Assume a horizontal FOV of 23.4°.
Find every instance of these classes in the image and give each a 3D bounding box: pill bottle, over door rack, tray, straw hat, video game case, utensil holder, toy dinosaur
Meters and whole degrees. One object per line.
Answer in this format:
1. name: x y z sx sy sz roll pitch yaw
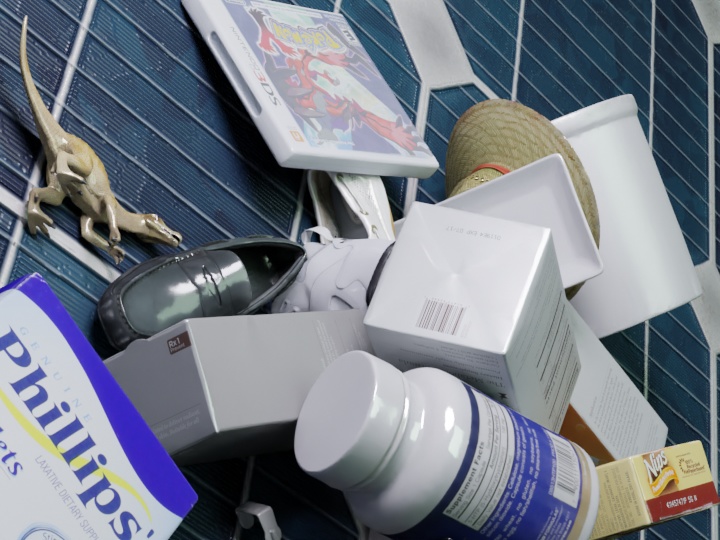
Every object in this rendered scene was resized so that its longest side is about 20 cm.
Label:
1. pill bottle: 0.058 0.137 1.206 0.199 0.119 0.121 30 47 -28
2. over door rack: 0.017 0.226 1.273 0.147 0.066 0.201 -28 94 -32
3. tray: 0.097 -0.012 1.462 0.108 0.199 0.022 70 16 8
4. straw hat: 0.111 -0.041 1.521 0.085 0.201 0.202 -25 89 -35
5. video game case: -0.039 -0.157 1.470 0.199 0.023 0.183 1 51 -52
6. utensil holder: 0.215 -0.042 1.649 0.169 0.169 0.202 -17 86 -54
7. toy dinosaur: -0.206 -0.072 1.236 0.201 0.058 0.101 55 21 -26

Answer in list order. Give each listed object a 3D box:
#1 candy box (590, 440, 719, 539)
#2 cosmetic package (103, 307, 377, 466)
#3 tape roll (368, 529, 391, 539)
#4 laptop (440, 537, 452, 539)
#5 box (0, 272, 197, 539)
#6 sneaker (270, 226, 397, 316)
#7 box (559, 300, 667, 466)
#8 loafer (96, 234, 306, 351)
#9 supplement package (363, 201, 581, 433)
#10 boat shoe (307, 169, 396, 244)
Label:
1. candy box: 0.162 0.188 1.345 0.115 0.199 0.056 -2 71 -52
2. cosmetic package: -0.082 0.084 1.242 0.199 0.106 0.091 -7 74 -52
3. tape roll: 0.084 0.260 1.407 0.202 0.037 0.204 31 47 -38
4. laptop: 0.010 0.317 1.161 0.200 0.116 0.188 -38 102 -37
5. box: -0.223 0.132 1.031 0.185 0.104 0.200 56 35 -12
6. sneaker: -0.009 0.063 1.378 0.075 0.114 0.202 -19 119 -60
7. box: 0.157 0.119 1.510 0.200 0.124 0.098 50 38 -20
8. loafer: -0.114 0.010 1.275 0.200 0.070 0.069 -21 86 -55
9. supplement package: 0.090 0.058 1.307 0.201 0.113 0.110 67 40 -54
10. boat shoe: 0.000 0.000 1.434 0.069 0.071 0.201 6 56 -50
